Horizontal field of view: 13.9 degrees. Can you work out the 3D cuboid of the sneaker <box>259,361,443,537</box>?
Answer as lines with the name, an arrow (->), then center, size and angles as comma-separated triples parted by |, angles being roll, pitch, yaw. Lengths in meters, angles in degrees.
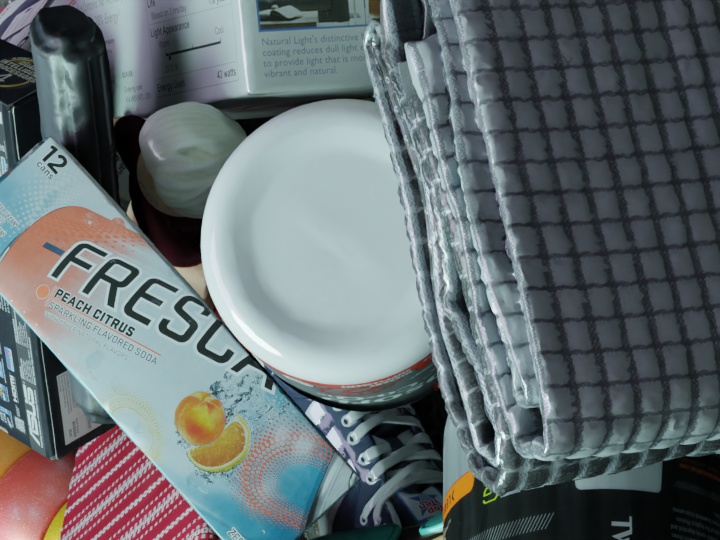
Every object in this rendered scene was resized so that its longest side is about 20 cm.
sneaker -> 0.011, 0.086, 1.376 | 0.108, 0.070, 0.201 | -24, 81, 66

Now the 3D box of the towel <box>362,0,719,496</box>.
towel -> 0.098, -0.026, 1.097 | 0.086, 0.165, 0.201 | 136, 123, -62

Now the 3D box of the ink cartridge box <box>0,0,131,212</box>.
ink cartridge box -> -0.166, -0.083, 1.560 | 0.200, 0.084, 0.145 | -21, 32, 53

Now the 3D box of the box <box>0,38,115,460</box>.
box -> -0.195, -0.024, 1.457 | 0.161, 0.049, 0.201 | 24, 130, 39

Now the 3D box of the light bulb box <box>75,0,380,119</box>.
light bulb box -> -0.049, -0.176, 1.382 | 0.198, 0.124, 0.201 | -3, 92, 63

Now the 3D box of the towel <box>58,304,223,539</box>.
towel -> -0.101, 0.108, 1.423 | 0.145, 0.022, 0.201 | -43, 25, 33

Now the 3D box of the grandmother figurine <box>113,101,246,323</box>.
grandmother figurine -> -0.086, -0.021, 1.364 | 0.121, 0.061, 0.200 | 46, 160, 9

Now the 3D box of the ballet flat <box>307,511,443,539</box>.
ballet flat -> 0.028, 0.135, 1.275 | 0.199, 0.069, 0.063 | -20, 96, 23

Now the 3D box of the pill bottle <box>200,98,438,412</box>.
pill bottle -> 0.000, 0.000, 1.264 | 0.200, 0.115, 0.117 | 56, -157, -81

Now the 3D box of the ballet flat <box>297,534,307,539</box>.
ballet flat -> -0.010, 0.197, 1.374 | 0.067, 0.046, 0.201 | 0, 126, 57

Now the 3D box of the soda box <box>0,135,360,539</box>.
soda box -> -0.089, 0.036, 1.271 | 0.200, 0.064, 0.068 | 47, 178, -1

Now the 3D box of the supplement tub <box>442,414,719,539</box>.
supplement tub -> 0.091, 0.142, 1.130 | 0.123, 0.122, 0.201 | 130, 147, -53

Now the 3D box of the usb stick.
usb stick -> -0.126, -0.024, 1.348 | 0.055, 0.032, 0.201 | -127, 29, -56

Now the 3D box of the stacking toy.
stacking toy -> -0.159, 0.160, 1.682 | 0.199, 0.146, 0.147 | 23, 116, 42
